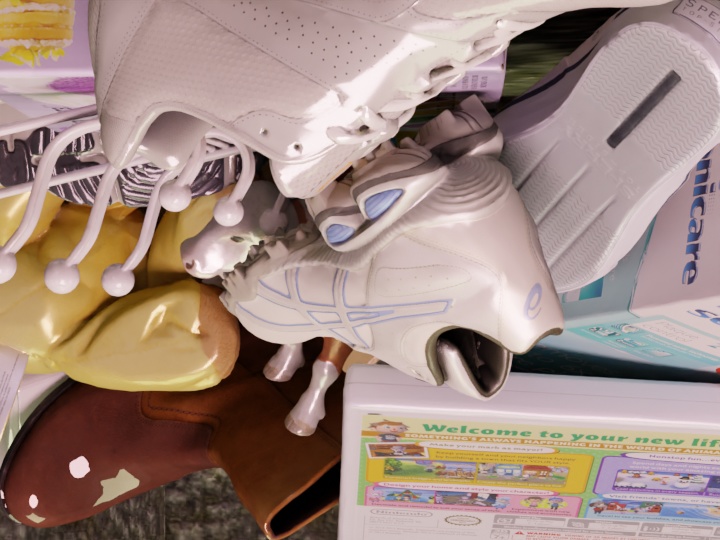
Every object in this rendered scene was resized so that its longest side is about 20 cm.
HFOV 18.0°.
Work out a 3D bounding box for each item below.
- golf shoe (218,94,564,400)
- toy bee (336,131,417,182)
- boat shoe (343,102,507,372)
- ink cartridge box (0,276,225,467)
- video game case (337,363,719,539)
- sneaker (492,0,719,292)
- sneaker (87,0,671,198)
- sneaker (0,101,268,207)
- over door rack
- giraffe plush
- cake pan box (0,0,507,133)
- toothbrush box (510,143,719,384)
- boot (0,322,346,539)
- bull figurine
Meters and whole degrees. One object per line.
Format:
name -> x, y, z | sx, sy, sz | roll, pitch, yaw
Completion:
golf shoe -> 0.010, 0.014, 0.846 | 0.078, 0.097, 0.200 | -32, 178, -22
toy bee -> -0.001, -0.029, 1.167 | 0.131, 0.109, 0.200 | -43, -166, 2
boat shoe -> 0.034, 0.002, 1.242 | 0.065, 0.200, 0.071 | 47, -157, 24
ink cartridge box -> -0.137, 0.017, 1.285 | 0.200, 0.084, 0.146 | -19, -129, -27
video game case -> 0.091, 0.090, 0.965 | 0.200, 0.022, 0.182 | 3, 152, 0
sneaker -> 0.095, -0.051, 0.816 | 0.071, 0.073, 0.200 | -42, -178, -31
sneaker -> 0.008, -0.068, 0.674 | 0.200, 0.092, 0.076 | -2, 178, 26
sneaker -> -0.133, -0.074, 0.992 | 0.200, 0.078, 0.080 | 1, -161, 4
over door rack -> -0.137, -0.024, 0.843 | 0.200, 0.067, 0.148 | -1, 177, 11
giraffe plush -> -0.126, -0.004, 1.135 | 0.173, 0.200, 0.162 | 37, -172, 3
cake pan box -> -0.039, -0.083, 0.835 | 0.184, 0.052, 0.200 | 2, 178, 1
toothbrush box -> 0.139, 0.001, 0.915 | 0.146, 0.085, 0.200 | 18, 163, -32
boot -> -0.073, 0.098, 1.124 | 0.188, 0.069, 0.200 | -24, -155, -17
bull figurine -> 0.000, 0.000, 1.040 | 0.200, 0.121, 0.065 | -18, -135, -42
